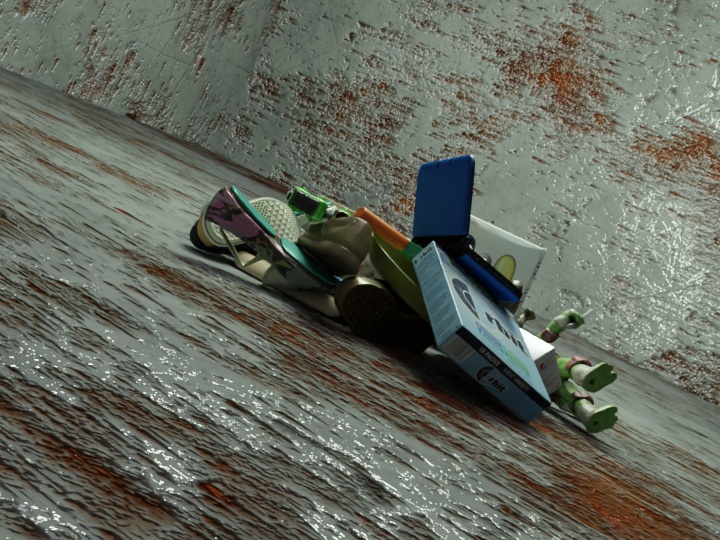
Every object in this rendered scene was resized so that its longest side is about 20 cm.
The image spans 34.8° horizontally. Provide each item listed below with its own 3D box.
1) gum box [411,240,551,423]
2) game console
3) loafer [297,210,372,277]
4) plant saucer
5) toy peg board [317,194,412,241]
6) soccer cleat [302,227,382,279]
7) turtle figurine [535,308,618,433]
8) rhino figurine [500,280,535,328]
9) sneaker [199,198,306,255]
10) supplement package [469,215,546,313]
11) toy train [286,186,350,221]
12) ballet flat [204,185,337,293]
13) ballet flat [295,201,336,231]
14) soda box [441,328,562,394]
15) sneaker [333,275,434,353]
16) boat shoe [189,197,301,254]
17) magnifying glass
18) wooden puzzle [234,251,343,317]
[{"bbox_3d":[0.147,0.074,1.434,0.170,0.044,0.201,40,19,-26],"label":"gum box"},{"bbox_3d":[0.147,-0.054,1.572,0.170,0.119,0.200,38,-9,-15],"label":"game console"},{"bbox_3d":[-0.026,-0.036,1.503,0.076,0.068,0.200,42,-7,-17],"label":"loafer"},{"bbox_3d":[0.078,0.025,1.550,0.200,0.031,0.200,42,9,-8],"label":"plant saucer"},{"bbox_3d":[0.023,-0.011,1.855,0.199,0.098,0.199,27,-5,25],"label":"toy peg board"},{"bbox_3d":[0.000,0.000,1.703,0.199,0.070,0.077,33,-13,-15],"label":"soccer cleat"},{"bbox_3d":[0.313,0.138,1.631,0.199,0.145,0.194,18,11,-26],"label":"turtle figurine"},{"bbox_3d":[0.212,0.078,1.695,0.060,0.087,0.201,39,-24,24],"label":"rhino figurine"},{"bbox_3d":[-0.144,-0.036,1.706,0.199,0.078,0.091,19,23,-27],"label":"sneaker"},{"bbox_3d":[0.200,0.014,2.023,0.190,0.201,0.147,25,5,10],"label":"supplement package"},{"bbox_3d":[-0.021,-0.068,1.707,0.199,0.042,0.056,28,1,-4],"label":"toy train"},{"bbox_3d":[-0.122,-0.024,1.500,0.200,0.071,0.069,42,10,-14],"label":"ballet flat"},{"bbox_3d":[-0.127,-0.057,1.792,0.198,0.070,0.069,-11,-4,14],"label":"ballet flat"},{"bbox_3d":[0.186,0.110,1.586,0.200,0.063,0.069,31,-37,52],"label":"soda box"},{"bbox_3d":[0.016,0.045,1.512,0.200,0.067,0.090,30,10,-47],"label":"sneaker"},{"bbox_3d":[-0.159,-0.058,1.614,0.062,0.075,0.199,-24,-10,37],"label":"boat shoe"},{"bbox_3d":[0.072,-0.022,1.530,0.200,0.022,0.079,37,-10,-24],"label":"magnifying glass"},{"bbox_3d":[-0.057,0.017,1.618,0.184,0.047,0.200,27,6,23],"label":"wooden puzzle"}]
